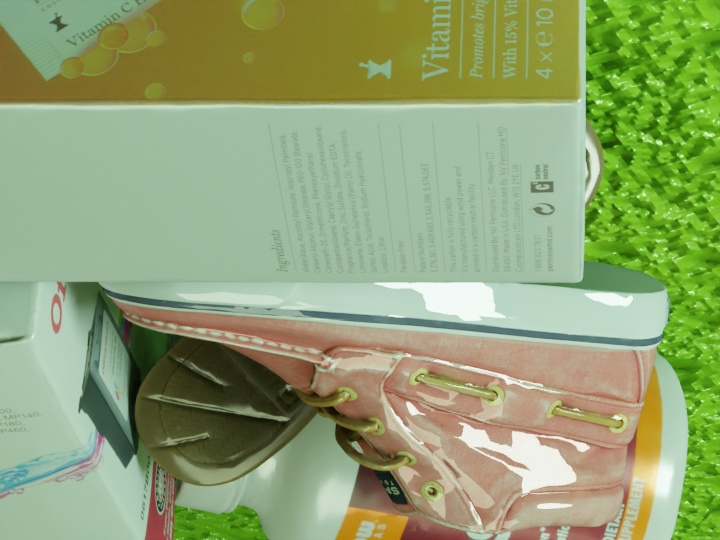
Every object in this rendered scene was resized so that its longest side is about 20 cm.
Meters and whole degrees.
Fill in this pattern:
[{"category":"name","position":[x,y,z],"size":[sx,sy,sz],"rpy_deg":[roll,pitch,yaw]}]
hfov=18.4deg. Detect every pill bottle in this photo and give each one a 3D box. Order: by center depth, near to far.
[{"category":"pill bottle","position":[0.025,0.072,0.924],"size":[0.199,0.113,0.113],"rpy_deg":[10,147,-11]}]

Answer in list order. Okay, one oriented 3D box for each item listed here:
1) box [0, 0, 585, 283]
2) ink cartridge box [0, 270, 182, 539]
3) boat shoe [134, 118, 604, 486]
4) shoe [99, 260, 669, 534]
[{"category":"box","position":[-0.030,-0.072,0.690],"size":[0.199,0.125,0.098],"rpy_deg":[0,148,5]},{"category":"ink cartridge box","position":[-0.126,0.017,0.820],"size":[0.085,0.148,0.200],"rpy_deg":[-3,148,6]},{"category":"boat shoe","position":[0.000,0.000,0.823],"size":[0.200,0.063,0.073],"rpy_deg":[-35,98,5]},{"category":"shoe","position":[0.005,0.038,0.759],"size":[0.199,0.091,0.071],"rpy_deg":[6,-168,-15]}]
